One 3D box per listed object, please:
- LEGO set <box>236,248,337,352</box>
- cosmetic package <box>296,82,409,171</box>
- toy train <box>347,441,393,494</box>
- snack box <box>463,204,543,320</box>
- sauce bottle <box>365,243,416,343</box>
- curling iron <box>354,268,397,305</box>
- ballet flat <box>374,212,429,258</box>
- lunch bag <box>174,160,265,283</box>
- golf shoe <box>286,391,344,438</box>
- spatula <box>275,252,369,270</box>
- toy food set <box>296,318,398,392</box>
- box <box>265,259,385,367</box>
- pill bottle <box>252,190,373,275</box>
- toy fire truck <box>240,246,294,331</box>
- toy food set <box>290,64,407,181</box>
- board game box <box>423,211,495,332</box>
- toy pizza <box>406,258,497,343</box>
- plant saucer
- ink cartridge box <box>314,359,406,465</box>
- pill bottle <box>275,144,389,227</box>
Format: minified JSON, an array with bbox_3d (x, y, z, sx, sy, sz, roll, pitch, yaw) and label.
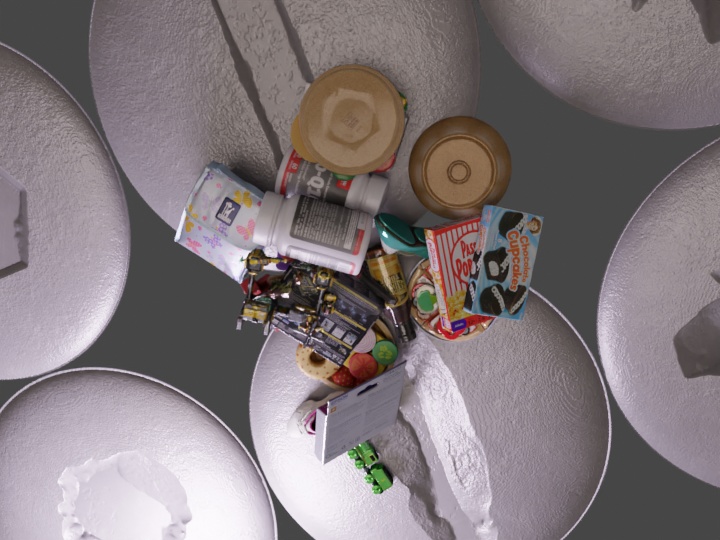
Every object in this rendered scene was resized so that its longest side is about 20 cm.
[{"bbox_3d":[-0.140,0.051,1.308,0.198,0.116,0.155,20,111,-5],"label":"LEGO set"},{"bbox_3d":[-0.018,-0.272,1.354,0.198,0.085,0.108,19,105,3],"label":"cosmetic package"},{"bbox_3d":[0.006,0.406,1.583,0.056,0.042,0.201,-32,99,8],"label":"toy train"},{"bbox_3d":[0.268,-0.013,1.343,0.115,0.037,0.202,9,95,-23],"label":"snack box"},{"bbox_3d":[0.067,0.046,1.442,0.065,0.066,0.202,-18,99,15],"label":"sauce bottle"},{"bbox_3d":[0.000,0.000,1.420,0.200,0.025,0.050,47,141,22],"label":"curling iron"},{"bbox_3d":[0.083,-0.055,1.363,0.070,0.199,0.068,-43,56,29],"label":"ballet flat"},{"bbox_3d":[-0.256,-0.099,1.401,0.169,0.127,0.200,34,135,-2],"label":"lunch bag"},{"bbox_3d":[-0.103,0.319,1.529,0.199,0.091,0.076,-34,88,37],"label":"golf shoe"},{"bbox_3d":[-0.077,-0.020,1.475,0.198,0.021,0.057,6,90,5],"label":"spatula"},{"bbox_3d":[-0.023,0.167,1.502,0.199,0.049,0.199,33,109,-1],"label":"toy food set"},{"bbox_3d":[-0.076,0.074,1.404,0.199,0.049,0.162,32,111,-11],"label":"box"},{"bbox_3d":[-0.085,-0.071,1.286,0.198,0.114,0.115,16,109,-4],"label":"pill bottle"},{"bbox_3d":[-0.163,0.027,1.450,0.141,0.049,0.200,-35,140,-3],"label":"toy fire truck"},{"bbox_3d":[-0.015,-0.264,1.284,0.197,0.049,0.201,27,98,2],"label":"toy food set"},{"bbox_3d":[0.212,-0.001,1.370,0.150,0.046,0.202,-17,104,-17],"label":"board game box"},{"bbox_3d":[0.187,0.056,1.446,0.198,0.032,0.202,3,107,9],"label":"toy pizza"},{"bbox_3d":[0.188,-0.191,1.369,0.198,0.035,0.202,3,108,10],"label":"plant saucer"},{"bbox_3d":[-0.002,0.276,1.445,0.043,0.195,0.201,41,140,37],"label":"ink cartridge box"},{"bbox_3d":[-0.052,-0.159,1.372,0.198,0.114,0.115,19,109,4],"label":"pill bottle"}]
